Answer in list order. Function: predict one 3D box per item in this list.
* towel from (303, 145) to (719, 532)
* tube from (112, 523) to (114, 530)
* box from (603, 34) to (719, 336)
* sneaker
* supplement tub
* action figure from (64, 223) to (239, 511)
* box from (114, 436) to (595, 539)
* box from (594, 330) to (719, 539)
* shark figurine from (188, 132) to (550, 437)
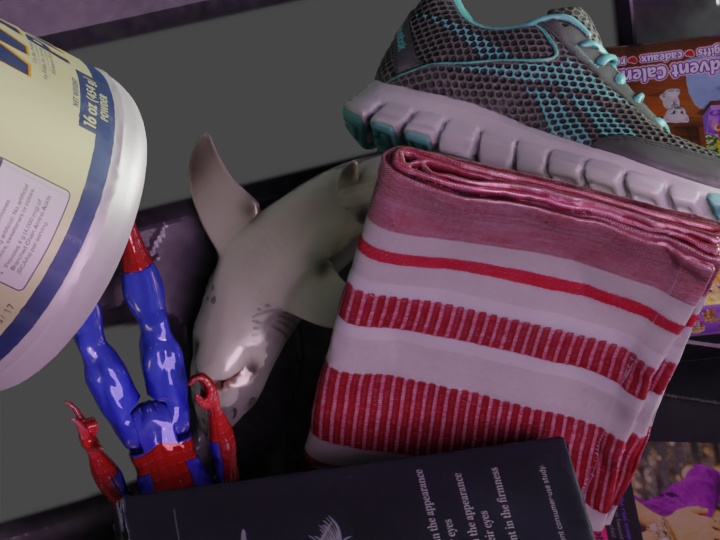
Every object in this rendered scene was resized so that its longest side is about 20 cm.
[{"bbox_3d":[0.060,0.035,1.239,0.144,0.023,0.200,13,137,-3],"label":"towel"},{"bbox_3d":[-0.043,0.196,1.326,0.077,0.050,0.200,-15,78,-29],"label":"tube"},{"bbox_3d":[0.203,-0.044,1.343,0.200,0.039,0.137,-6,65,7],"label":"box"},{"bbox_3d":[0.095,-0.073,1.307,0.078,0.200,0.091,61,49,-70],"label":"sneaker"},{"bbox_3d":[-0.202,-0.050,1.163,0.200,0.145,0.145,27,89,-30],"label":"supplement tub"},{"bbox_3d":[-0.094,0.060,1.288,0.065,0.052,0.200,-20,107,-7],"label":"action figure"},{"bbox_3d":[0.004,0.167,1.231,0.200,0.148,0.104,-7,137,-6],"label":"box"},{"bbox_3d":[0.169,0.084,1.342,0.122,0.200,0.106,-26,115,-46],"label":"box"},{"bbox_3d":[0.012,-0.019,1.310,0.089,0.214,0.128,2,68,-65],"label":"shark figurine"}]
